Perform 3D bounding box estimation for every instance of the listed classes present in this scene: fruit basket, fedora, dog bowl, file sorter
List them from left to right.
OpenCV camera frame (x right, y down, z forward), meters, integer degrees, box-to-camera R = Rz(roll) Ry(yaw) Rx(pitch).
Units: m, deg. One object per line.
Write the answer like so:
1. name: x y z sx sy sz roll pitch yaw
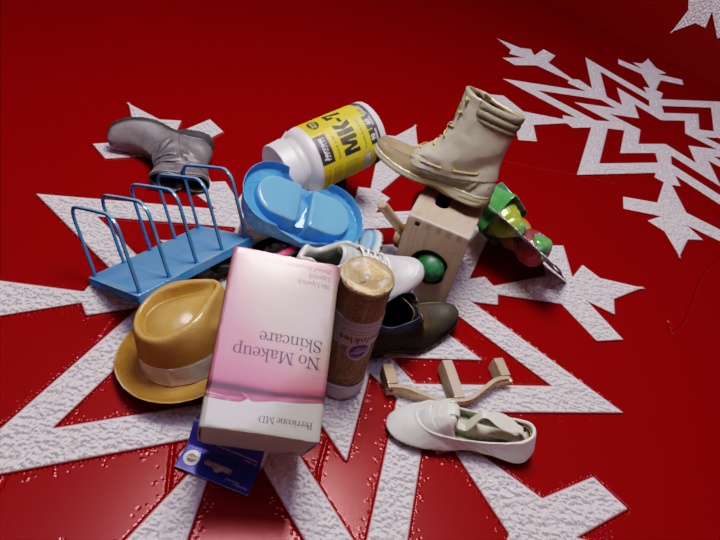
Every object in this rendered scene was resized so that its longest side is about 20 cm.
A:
1. file sorter: -0.282 -0.063 0.830 0.137 0.124 0.199 11 33 39
2. fedora: -0.221 0.071 0.739 0.197 0.083 0.202 -2 41 2
3. dog bowl: -0.093 -0.090 0.898 0.198 0.050 0.113 20 57 -22
4. fruit basket: 0.288 -0.066 1.031 0.200 0.094 0.185 42 9 26

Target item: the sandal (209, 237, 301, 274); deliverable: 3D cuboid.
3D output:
1. sandal: -0.137 -0.026 0.901 0.198 0.046 0.075 -4 20 -35

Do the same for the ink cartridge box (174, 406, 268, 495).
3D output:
1. ink cartridge box: -0.140 0.168 0.725 0.093 0.037 0.201 20 43 4

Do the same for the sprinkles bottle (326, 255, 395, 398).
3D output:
1. sprinkles bottle: -0.011 0.077 0.737 0.067 0.202 0.069 8 41 -7

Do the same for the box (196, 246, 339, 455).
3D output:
1. box: -0.102 0.093 0.658 0.126 0.109 0.203 10 65 -11

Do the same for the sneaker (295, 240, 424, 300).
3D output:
1. sneaker: 0.000 0.000 0.822 0.197 0.081 0.071 -3 49 -13

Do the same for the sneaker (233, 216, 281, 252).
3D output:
1. sneaker: -0.113 -0.086 0.961 0.198 0.081 0.076 -24 68 -31

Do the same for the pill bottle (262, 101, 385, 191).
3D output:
1. pill bottle: -0.062 -0.205 1.005 0.199 0.115 0.114 -30 57 -26

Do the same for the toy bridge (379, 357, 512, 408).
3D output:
1. toy bridge: 0.129 0.161 0.821 0.197 0.027 0.068 0 46 -17

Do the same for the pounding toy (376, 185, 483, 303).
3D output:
1. pounding toy: 0.104 -0.058 0.933 0.141 0.186 0.201 23 41 9

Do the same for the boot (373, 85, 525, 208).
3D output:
1. boot: 0.127 -0.200 0.863 0.198 0.156 0.072 27 33 11

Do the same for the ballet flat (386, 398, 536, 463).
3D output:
1. ballet flat: 0.134 0.198 0.752 0.197 0.070 0.070 13 41 -3

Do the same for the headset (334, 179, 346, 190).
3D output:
1. headset: -0.081 -0.169 1.102 0.122 0.094 0.202 23 57 3

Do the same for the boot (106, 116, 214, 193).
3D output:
1. boot: -0.364 -0.205 1.041 0.197 0.070 0.133 4 47 -7

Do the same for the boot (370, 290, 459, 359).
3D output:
1. boot: 0.080 0.074 0.836 0.198 0.097 0.075 -15 70 -28

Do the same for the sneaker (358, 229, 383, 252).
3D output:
1. sneaker: -0.019 -0.005 0.920 0.089 0.079 0.201 16 41 5

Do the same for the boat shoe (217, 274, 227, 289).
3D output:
1. boat shoe: -0.128 0.047 0.831 0.199 0.070 0.071 35 43 24
